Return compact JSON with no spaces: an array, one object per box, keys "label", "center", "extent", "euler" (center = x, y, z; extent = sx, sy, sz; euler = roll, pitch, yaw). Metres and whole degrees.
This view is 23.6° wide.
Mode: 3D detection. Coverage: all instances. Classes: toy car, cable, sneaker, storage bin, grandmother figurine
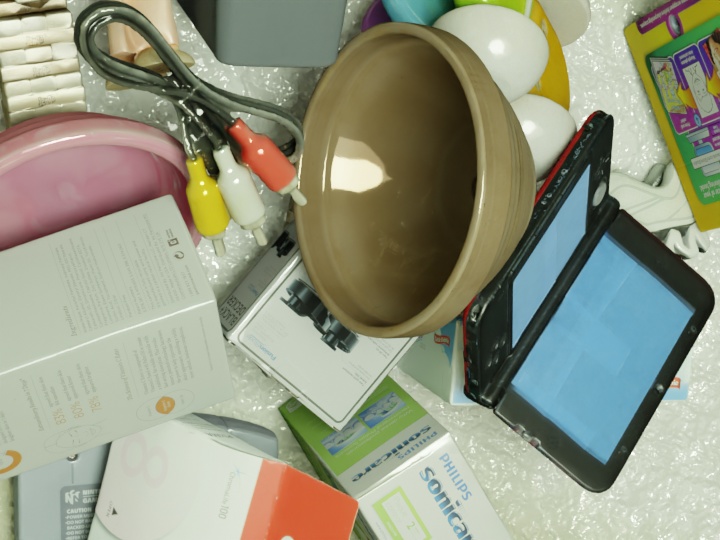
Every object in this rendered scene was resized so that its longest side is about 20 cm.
[{"label":"toy car","center":[0.077,-0.168,1.232],"extent":[0.200,0.149,0.176],"euler":[60,35,-51]},{"label":"cable","center":[-0.099,-0.100,1.103],"extent":[0.097,0.050,0.200],"euler":[-33,131,0]},{"label":"sneaker","center":[0.178,-0.033,1.346],"extent":[0.199,0.075,0.082],"euler":[-15,100,-24]},{"label":"storage bin","center":[-0.058,-0.222,1.155],"extent":[0.145,0.200,0.135],"euler":[-1,115,-17]},{"label":"grandmother figurine","center":[-0.158,-0.229,1.156],"extent":[0.060,0.121,0.201],"euler":[-8,84,-47]}]

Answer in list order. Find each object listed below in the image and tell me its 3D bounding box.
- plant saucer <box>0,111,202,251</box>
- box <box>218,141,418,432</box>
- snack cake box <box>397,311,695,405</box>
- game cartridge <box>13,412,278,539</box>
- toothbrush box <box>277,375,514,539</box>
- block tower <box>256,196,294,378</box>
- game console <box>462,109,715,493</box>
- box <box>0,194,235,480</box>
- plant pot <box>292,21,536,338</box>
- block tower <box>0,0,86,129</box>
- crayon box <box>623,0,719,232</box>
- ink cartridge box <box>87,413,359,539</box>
[{"label":"plant saucer","center":[-0.203,-0.038,1.176],"extent":[0.199,0.051,0.201],"euler":[-18,146,-13]},{"label":"box","center":[0.000,0.000,1.234],"extent":[0.117,0.060,0.200],"euler":[40,88,-23]},{"label":"snack cake box","center":[0.141,0.057,1.327],"extent":[0.199,0.115,0.068],"euler":[0,102,-20]},{"label":"game cartridge","center":[-0.160,0.174,1.295],"extent":[0.199,0.040,0.134],"euler":[-2,107,-19]},{"label":"toothbrush box","center":[0.032,0.164,1.269],"extent":[0.086,0.200,0.146],"euler":[-34,112,-9]},{"label":"block tower","center":[-0.031,-0.009,1.284],"extent":[0.057,0.054,0.201],"euler":[9,99,-20]},{"label":"game console","center":[0.168,0.022,1.214],"extent":[0.200,0.118,0.173],"euler":[-55,158,-26]},{"label":"box","center":[-0.198,0.050,1.166],"extent":[0.199,0.098,0.125],"euler":[-19,146,-10]},{"label":"plant pot","center":[0.047,-0.056,1.120],"extent":[0.092,0.200,0.202],"euler":[2,103,-38]},{"label":"block tower","center":[-0.227,-0.184,1.164],"extent":[0.054,0.058,0.201],"euler":[-11,108,-15]},{"label":"crayon box","center":[0.280,-0.126,1.260],"extent":[0.058,0.200,0.173],"euler":[-22,91,-13]},{"label":"ink cartridge box","center":[-0.107,0.196,1.198],"extent":[0.057,0.199,0.163],"euler":[7,101,-46]}]
